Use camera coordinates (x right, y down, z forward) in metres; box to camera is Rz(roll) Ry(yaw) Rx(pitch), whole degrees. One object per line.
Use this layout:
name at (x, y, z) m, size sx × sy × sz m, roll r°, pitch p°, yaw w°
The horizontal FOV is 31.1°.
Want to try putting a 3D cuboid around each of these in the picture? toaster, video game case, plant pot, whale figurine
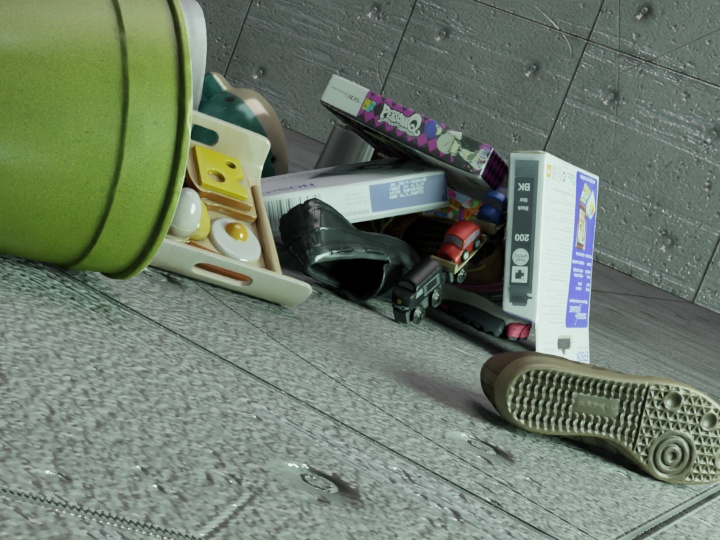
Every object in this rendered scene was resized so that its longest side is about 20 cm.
toaster at (0.008, -0.155, 2.000) m, size 0.113 × 0.130 × 0.200 m, roll 16°, pitch 9°, yaw -29°
video game case at (0.069, -0.122, 1.300) m, size 0.180 × 0.036 × 0.200 m, roll 27°, pitch 0°, yaw 20°
plant pot at (-0.229, -0.098, 0.775) m, size 0.191 × 0.202 × 0.200 m, roll 2°, pitch 17°, yaw -32°
whale figurine at (-0.173, -0.149, 1.494) m, size 0.103 × 0.160 × 0.199 m, roll -32°, pitch 41°, yaw -32°

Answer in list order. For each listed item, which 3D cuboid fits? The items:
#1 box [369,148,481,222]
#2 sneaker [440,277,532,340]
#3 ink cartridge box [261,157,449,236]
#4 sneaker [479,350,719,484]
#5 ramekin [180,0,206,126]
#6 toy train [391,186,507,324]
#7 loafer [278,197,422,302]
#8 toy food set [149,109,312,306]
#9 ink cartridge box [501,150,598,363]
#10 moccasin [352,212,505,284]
box at (0.089, -0.050, 1.447) m, size 0.198 × 0.138 × 0.039 m, roll 22°, pitch 7°, yaw 7°
sneaker at (0.097, 0.003, 1.342) m, size 0.199 × 0.075 × 0.081 m, roll 24°, pitch 8°, yaw 18°
ink cartridge box at (-0.038, -0.078, 1.286) m, size 0.198 × 0.041 × 0.200 m, roll -10°, pitch 12°, yaw -18°
sneaker at (0.179, 0.096, 0.932) m, size 0.198 × 0.071 × 0.076 m, roll 20°, pitch 6°, yaw -18°
ramekin at (-0.256, -0.222, 1.485) m, size 0.097 × 0.202 × 0.200 m, roll 8°, pitch 13°, yaw -27°
toy train at (0.092, -0.021, 1.189) m, size 0.034 × 0.046 × 0.200 m, roll 19°, pitch 45°, yaw 33°
loafer at (0.000, 0.000, 1.168) m, size 0.200 × 0.068 × 0.071 m, roll 27°, pitch 39°, yaw -50°
toy food set at (-0.119, -0.063, 1.020) m, size 0.142 × 0.061 × 0.201 m, roll 17°, pitch 35°, yaw -28°
ink cartridge box at (0.184, -0.003, 1.245) m, size 0.043 × 0.202 × 0.198 m, roll 1°, pitch -2°, yaw 24°
moccasin at (0.045, -0.024, 1.281) m, size 0.200 × 0.074 × 0.078 m, roll 13°, pitch -11°, yaw 20°
